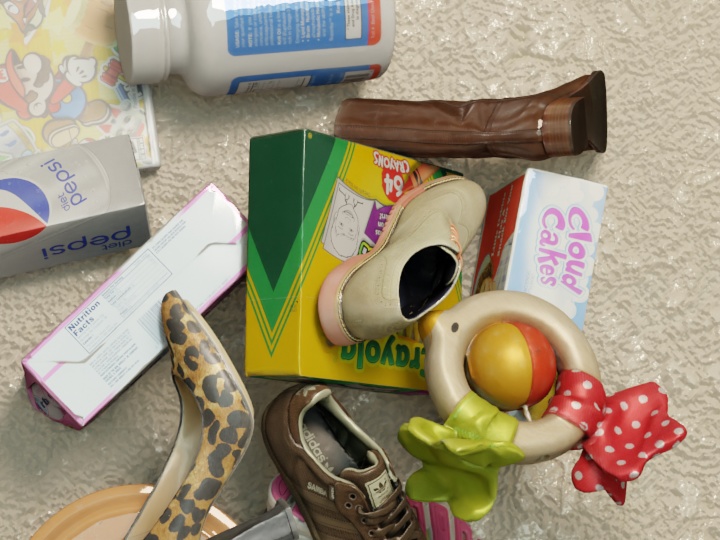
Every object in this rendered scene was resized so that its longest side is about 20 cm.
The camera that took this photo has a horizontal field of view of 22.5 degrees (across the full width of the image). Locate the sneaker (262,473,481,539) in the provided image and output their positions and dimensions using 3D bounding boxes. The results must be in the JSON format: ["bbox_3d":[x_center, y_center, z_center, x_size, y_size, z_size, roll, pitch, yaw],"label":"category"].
[{"bbox_3d":[0.008,0.215,1.356,0.199,0.088,0.074,21,39,-17],"label":"sneaker"}]

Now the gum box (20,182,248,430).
[{"bbox_3d":[-0.163,0.034,1.331,0.200,0.113,0.066,-44,91,-12],"label":"gum box"}]

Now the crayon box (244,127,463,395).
[{"bbox_3d":[0.000,0.000,1.333,0.200,0.058,0.174,11,77,-52],"label":"crayon box"}]

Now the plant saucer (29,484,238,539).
[{"bbox_3d":[-0.156,0.251,1.281,0.199,0.032,0.201,3,73,-8],"label":"plant saucer"}]

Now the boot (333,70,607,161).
[{"bbox_3d":[0.087,-0.117,1.411,0.199,0.186,0.065,-1,97,20],"label":"boot"}]

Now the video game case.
[{"bbox_3d":[-0.256,-0.165,1.389,0.181,0.023,0.201,-8,84,-10],"label":"video game case"}]

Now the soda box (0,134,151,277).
[{"bbox_3d":[-0.258,-0.039,1.336,0.199,0.068,0.064,-13,65,-8],"label":"soda box"}]

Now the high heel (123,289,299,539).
[{"bbox_3d":[-0.141,0.127,1.250,0.142,0.071,0.201,-23,96,-12],"label":"high heel"}]

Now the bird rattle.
[{"bbox_3d":[0.120,0.086,1.267,0.199,0.113,0.164,-12,68,-13],"label":"bird rattle"}]

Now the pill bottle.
[{"bbox_3d":[-0.082,-0.192,1.370,0.199,0.112,0.113,-7,84,-15],"label":"pill bottle"}]

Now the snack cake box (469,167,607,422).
[{"bbox_3d":[0.125,0.032,1.380,0.067,0.115,0.201,12,81,-8],"label":"snack cake box"}]

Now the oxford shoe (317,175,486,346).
[{"bbox_3d":[0.050,-0.007,1.290,0.200,0.074,0.071,-48,123,-44],"label":"oxford shoe"}]

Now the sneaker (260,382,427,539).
[{"bbox_3d":[0.001,0.168,1.266,0.070,0.076,0.200,-36,88,-29],"label":"sneaker"}]
